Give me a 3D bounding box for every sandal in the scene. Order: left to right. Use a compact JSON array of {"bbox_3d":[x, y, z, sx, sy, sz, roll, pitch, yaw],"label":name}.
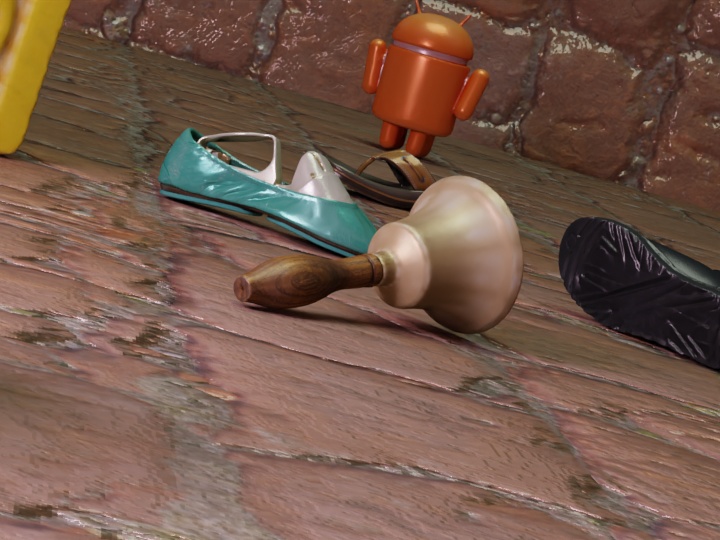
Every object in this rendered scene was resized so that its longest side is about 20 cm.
[{"bbox_3d":[0.053,-0.090,2.324,0.199,0.055,0.082,15,7,-11],"label":"sandal"}]

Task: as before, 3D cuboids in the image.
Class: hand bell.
[{"bbox_3d":[0.000,0.000,1.456,0.104,0.105,0.199,22,21,40],"label":"hand bell"}]

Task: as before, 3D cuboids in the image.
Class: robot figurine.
[{"bbox_3d":[0.085,-0.252,3.080,0.116,0.201,0.144,10,8,-36],"label":"robot figurine"}]

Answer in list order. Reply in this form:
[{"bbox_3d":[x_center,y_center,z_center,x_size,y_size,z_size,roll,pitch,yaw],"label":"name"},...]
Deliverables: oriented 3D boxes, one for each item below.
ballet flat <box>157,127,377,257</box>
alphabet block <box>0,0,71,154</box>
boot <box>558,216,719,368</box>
[{"bbox_3d":[-0.063,-0.066,1.799,0.199,0.071,0.067,19,7,17],"label":"ballet flat"},{"bbox_3d":[-0.350,-0.225,1.786,0.194,0.198,0.200,9,18,-35],"label":"alphabet block"},{"bbox_3d":[0.274,0.022,1.845,0.200,0.077,0.168,30,18,37],"label":"boot"}]
